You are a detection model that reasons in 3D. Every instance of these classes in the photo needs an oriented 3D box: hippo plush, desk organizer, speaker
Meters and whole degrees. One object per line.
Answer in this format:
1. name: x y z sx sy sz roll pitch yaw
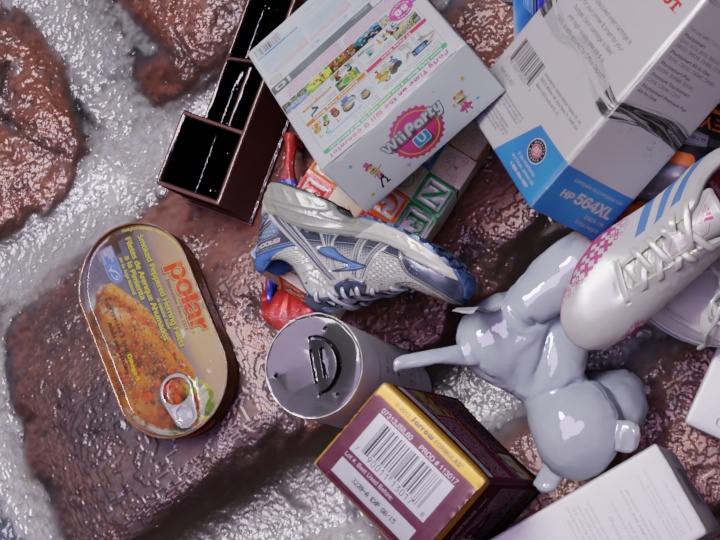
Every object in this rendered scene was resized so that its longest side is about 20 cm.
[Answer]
1. hippo plush: 0.166 0.073 1.281 0.159 0.200 0.161 -41 79 30
2. desk organizer: -0.104 -0.151 1.453 0.071 0.077 0.201 19 87 20
3. speaker: -0.006 0.087 1.317 0.081 0.200 0.082 -3 80 17

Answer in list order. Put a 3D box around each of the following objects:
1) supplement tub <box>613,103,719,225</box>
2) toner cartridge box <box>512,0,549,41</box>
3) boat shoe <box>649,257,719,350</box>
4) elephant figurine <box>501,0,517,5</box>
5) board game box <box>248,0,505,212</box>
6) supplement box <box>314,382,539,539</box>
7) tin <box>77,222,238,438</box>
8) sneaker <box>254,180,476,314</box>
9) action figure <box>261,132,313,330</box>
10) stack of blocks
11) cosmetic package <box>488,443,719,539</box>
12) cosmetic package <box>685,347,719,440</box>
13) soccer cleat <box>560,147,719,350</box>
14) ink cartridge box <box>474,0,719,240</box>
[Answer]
1. supplement tub: 0.264 -0.121 1.305 0.122 0.122 0.202 14 86 19
2. toner cartridge box: 0.170 -0.219 1.304 0.094 0.201 0.043 -20 42 -16
3. boat shoe: 0.285 0.030 1.214 0.201 0.086 0.075 22 87 32
4. elephant figurine: 0.189 -0.318 1.360 0.154 0.141 0.202 -21 69 30
5. board game box: 0.008 -0.160 1.321 0.147 0.064 0.200 -40 38 8
6. supplement box: 0.058 0.160 1.284 0.110 0.200 0.086 44 97 19
7. tin: -0.179 0.053 1.466 0.111 0.042 0.201 -27 74 16
8. sneaker: 0.000 0.000 1.286 0.199 0.077 0.086 21 90 32
9. action figure: -0.049 -0.018 1.428 0.065 0.052 0.202 1 75 23
10. stack of blocks: 0.011 -0.057 1.378 0.115 0.059 0.201 33 80 7
11. cosmetic package: 0.172 0.220 1.287 0.199 0.113 0.081 -34 73 12
12. cosmetic package: 0.340 0.049 1.280 0.101 0.071 0.201 23 89 20
13. soccer cleat: 0.224 -0.022 1.195 0.200 0.086 0.070 -44 93 -4
14. ink cartridge box: 0.188 -0.148 1.232 0.200 0.084 0.146 -49 38 21
